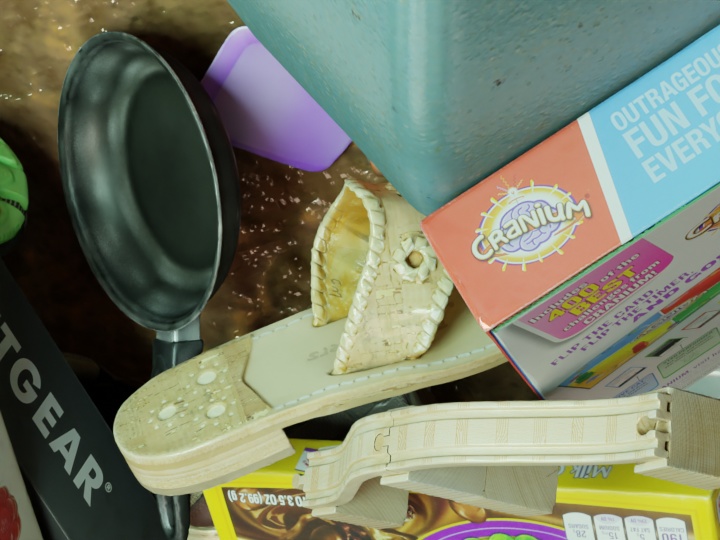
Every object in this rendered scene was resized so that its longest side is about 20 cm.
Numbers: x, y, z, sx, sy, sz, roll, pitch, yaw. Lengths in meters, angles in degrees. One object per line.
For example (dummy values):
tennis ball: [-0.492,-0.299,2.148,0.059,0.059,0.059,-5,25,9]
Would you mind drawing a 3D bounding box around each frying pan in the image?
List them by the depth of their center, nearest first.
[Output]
frying pan: [-0.066,0.001,1.024,0.115,0.031,0.190,-30,78,56]

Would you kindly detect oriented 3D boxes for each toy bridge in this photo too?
toy bridge: [0.034,0.062,0.900,0.067,0.027,0.200,15,163,-33]

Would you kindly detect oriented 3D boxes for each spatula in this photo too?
spatula: [0.030,-0.030,1.037,0.200,0.021,0.057,30,127,-8]

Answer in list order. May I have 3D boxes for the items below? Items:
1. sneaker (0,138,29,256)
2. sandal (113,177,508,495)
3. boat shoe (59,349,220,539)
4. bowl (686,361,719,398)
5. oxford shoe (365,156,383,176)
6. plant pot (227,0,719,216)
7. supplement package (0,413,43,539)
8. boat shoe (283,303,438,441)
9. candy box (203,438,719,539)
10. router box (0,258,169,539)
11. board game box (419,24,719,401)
sneaker: [-0.210,-0.019,1.094,0.200,0.077,0.084,-1,133,31]
sandal: [0.002,0.003,0.974,0.212,0.078,0.070,-28,126,-4]
boat shoe: [-0.124,0.059,1.109,0.200,0.072,0.072,16,133,25]
bowl: [0.146,0.090,1.050,0.201,0.090,0.201,9,129,11]
oxford shoe: [0.015,-0.129,0.946,0.073,0.071,0.200,-14,127,1]
plant pot: [0.040,-0.134,0.808,0.196,0.196,0.200,49,152,35]
supplement package: [-0.198,0.092,0.967,0.120,0.121,0.200,7,132,24]
boat shoe: [0.021,0.096,1.108,0.076,0.072,0.200,-15,116,11]
candy box: [0.044,0.110,1.022,0.200,0.026,0.102,1,130,23]
router box: [-0.184,0.056,1.054,0.157,0.052,0.200,-10,123,34]
board game box: [0.110,-0.015,0.870,0.153,0.200,0.040,-33,71,2]
